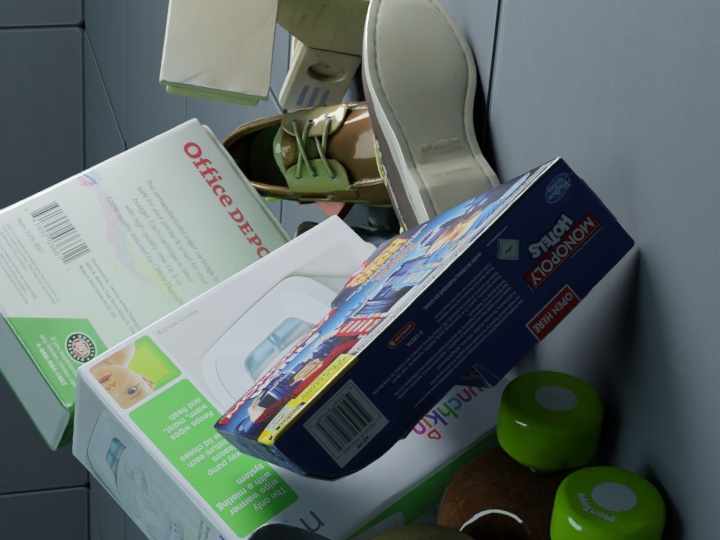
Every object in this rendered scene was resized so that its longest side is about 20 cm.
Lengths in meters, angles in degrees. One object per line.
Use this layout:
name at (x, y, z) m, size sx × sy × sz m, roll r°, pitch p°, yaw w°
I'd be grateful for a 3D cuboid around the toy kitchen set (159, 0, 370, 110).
toy kitchen set at (-0.096, -0.160, 1.224) m, size 0.180 × 0.200 × 0.163 m, roll 122°, pitch 154°, yaw -66°

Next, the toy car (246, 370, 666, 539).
toy car at (0.033, 0.161, 0.884) m, size 0.158 × 0.200 × 0.164 m, roll -116°, pitch 26°, yaw -54°

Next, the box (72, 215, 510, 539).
box at (-0.036, 0.094, 1.018) m, size 0.176 × 0.200 × 0.097 m, roll 45°, pitch 147°, yaw 24°

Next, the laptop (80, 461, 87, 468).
laptop at (-0.129, 0.153, 1.363) m, size 0.187 × 0.200 × 0.116 m, roll 38°, pitch 104°, yaw 40°

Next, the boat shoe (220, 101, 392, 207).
boat shoe at (-0.024, -0.077, 1.176) m, size 0.200 × 0.074 × 0.076 m, roll -7°, pitch 87°, yaw 51°

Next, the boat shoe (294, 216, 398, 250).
boat shoe at (0.000, 0.000, 1.202) m, size 0.200 × 0.062 × 0.075 m, roll 177°, pitch 90°, yaw -71°

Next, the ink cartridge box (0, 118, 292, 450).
ink cartridge box at (-0.157, 0.006, 1.178) m, size 0.145 × 0.200 × 0.088 m, roll 54°, pitch 152°, yaw 12°

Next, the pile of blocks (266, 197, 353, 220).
pile of blocks at (-0.038, -0.068, 1.319) m, size 0.200 × 0.082 × 0.062 m, roll -171°, pitch 77°, yaw -74°

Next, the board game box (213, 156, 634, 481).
board game box at (0.021, 0.036, 0.916) m, size 0.062 × 0.200 × 0.200 m, roll 48°, pitch 168°, yaw -8°

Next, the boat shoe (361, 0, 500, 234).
boat shoe at (0.040, -0.080, 1.053) m, size 0.060 × 0.072 × 0.200 m, roll 120°, pitch 137°, yaw -60°
